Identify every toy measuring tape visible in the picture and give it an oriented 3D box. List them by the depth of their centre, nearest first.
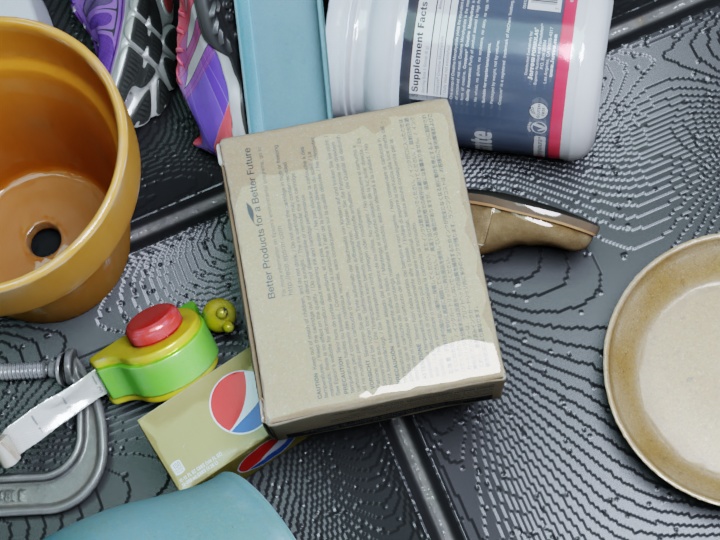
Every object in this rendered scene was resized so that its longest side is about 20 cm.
[{"bbox_3d":[-0.166,0.081,1.128,0.199,0.074,0.074,-34,71,-20],"label":"toy measuring tape"}]

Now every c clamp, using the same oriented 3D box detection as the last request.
[{"bbox_3d":[-0.280,0.098,1.169,0.198,0.027,0.172,2,72,5],"label":"c clamp"}]

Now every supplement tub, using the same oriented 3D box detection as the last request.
[{"bbox_3d":[0.080,-0.161,1.167,0.198,0.140,0.142,8,72,8],"label":"supplement tub"}]

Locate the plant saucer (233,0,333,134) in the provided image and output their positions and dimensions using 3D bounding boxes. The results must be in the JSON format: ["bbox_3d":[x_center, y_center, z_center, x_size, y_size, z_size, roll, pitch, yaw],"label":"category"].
[{"bbox_3d":[-0.052,-0.158,1.123,0.069,0.202,0.019,8,29,24],"label":"plant saucer"}]

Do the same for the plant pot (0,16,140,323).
[{"bbox_3d":[-0.243,-0.048,1.134,0.198,0.183,0.202,-2,70,5],"label":"plant pot"}]

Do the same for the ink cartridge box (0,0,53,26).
[{"bbox_3d":[-0.326,-0.208,1.248,0.144,0.084,0.201,-22,71,-2],"label":"ink cartridge box"}]

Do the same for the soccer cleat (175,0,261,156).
[{"bbox_3d":[-0.112,-0.166,1.165,0.073,0.201,0.068,8,42,26],"label":"soccer cleat"}]

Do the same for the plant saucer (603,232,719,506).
[{"bbox_3d":[0.270,0.073,1.126,0.198,0.035,0.202,-1,71,4],"label":"plant saucer"}]

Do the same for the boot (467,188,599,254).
[{"bbox_3d":[0.075,-0.025,1.170,0.198,0.074,0.076,8,90,12],"label":"boot"}]

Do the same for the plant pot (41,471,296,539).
[{"bbox_3d":[-0.127,0.234,1.030,0.187,0.200,0.200,-31,71,-21],"label":"plant pot"}]

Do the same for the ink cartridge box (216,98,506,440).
[{"bbox_3d":[0.000,0.000,1.079,0.163,0.075,0.202,-10,75,0],"label":"ink cartridge box"}]

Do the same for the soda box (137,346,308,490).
[{"bbox_3d":[-0.054,0.085,1.133,0.199,0.068,0.064,-34,72,-7],"label":"soda box"}]

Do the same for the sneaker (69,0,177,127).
[{"bbox_3d":[-0.191,-0.199,1.251,0.083,0.081,0.202,-12,62,18],"label":"sneaker"}]
